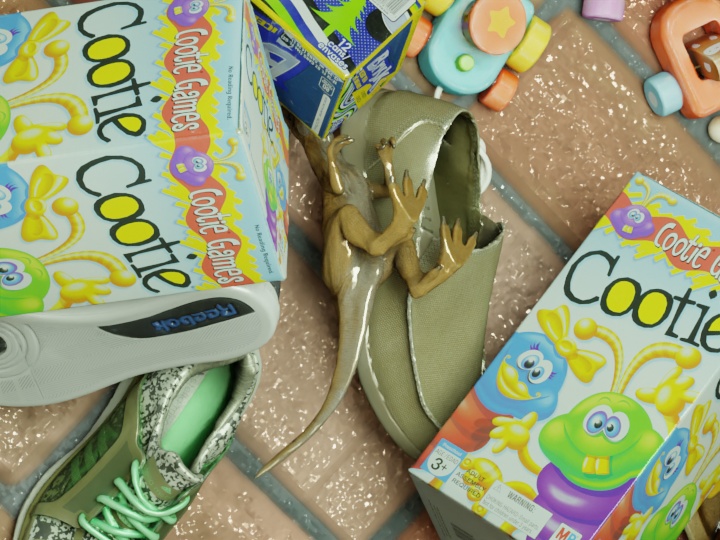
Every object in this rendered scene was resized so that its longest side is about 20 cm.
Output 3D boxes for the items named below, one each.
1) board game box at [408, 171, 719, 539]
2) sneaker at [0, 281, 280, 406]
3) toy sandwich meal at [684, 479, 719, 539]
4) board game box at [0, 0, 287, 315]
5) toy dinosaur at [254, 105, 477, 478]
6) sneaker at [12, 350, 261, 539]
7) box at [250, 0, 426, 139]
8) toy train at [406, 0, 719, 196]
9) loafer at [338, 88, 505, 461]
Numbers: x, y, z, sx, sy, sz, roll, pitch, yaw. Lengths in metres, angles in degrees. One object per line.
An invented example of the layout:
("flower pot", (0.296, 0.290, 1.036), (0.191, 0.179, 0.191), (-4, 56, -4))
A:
("board game box", (0.132, 0.070, 1.520), (0.103, 0.105, 0.200), (30, 73, 26))
("sneaker", (-0.132, 0.001, 1.497), (0.200, 0.112, 0.073), (-7, 134, 12))
("toy sandwich meal", (0.257, 0.110, 1.604), (0.205, 0.070, 0.205), (0, 91, -16))
("board game box", (-0.142, -0.052, 1.410), (0.200, 0.103, 0.105), (-8, 136, 7))
("toy dinosaur", (0.000, 0.000, 1.487), (0.060, 0.106, 0.200), (15, 65, -44))
("sneaker", (-0.111, 0.106, 1.489), (0.077, 0.089, 0.200), (30, 83, -15))
("box", (-0.065, -0.161, 1.467), (0.200, 0.070, 0.064), (42, 65, 9))
("toy train", (0.120, -0.117, 1.568), (0.200, 0.056, 0.150), (-21, 96, -15))
("loafer", (0.037, 0.003, 1.528), (0.076, 0.067, 0.200), (-16, 96, -53))
